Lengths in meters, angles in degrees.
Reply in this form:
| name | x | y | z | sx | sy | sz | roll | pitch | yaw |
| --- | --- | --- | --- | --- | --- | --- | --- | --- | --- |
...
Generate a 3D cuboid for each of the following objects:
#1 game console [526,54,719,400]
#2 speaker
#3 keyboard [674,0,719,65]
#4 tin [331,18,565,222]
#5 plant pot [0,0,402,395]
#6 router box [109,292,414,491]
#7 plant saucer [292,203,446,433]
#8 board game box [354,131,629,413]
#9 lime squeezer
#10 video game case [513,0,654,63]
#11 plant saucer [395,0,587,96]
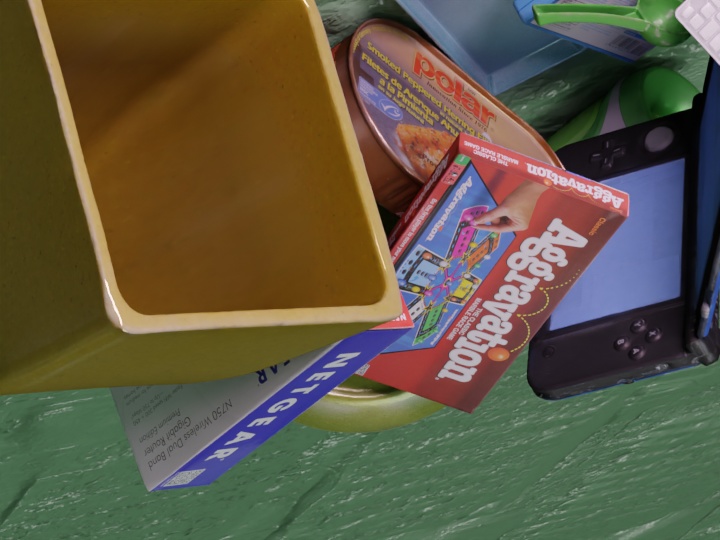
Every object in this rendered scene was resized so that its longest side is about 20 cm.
| name | x | y | z | sx | sy | sz | roll | pitch | yaw |
| --- | --- | --- | --- | --- | --- | --- | --- | --- | --- |
| game console | 0.160 | -0.048 | 1.673 | 0.170 | 0.201 | 0.118 | -15 | 133 | 24 |
| speaker | 0.140 | -0.049 | 1.867 | 0.088 | 0.089 | 0.200 | -1 | 151 | -46 |
| keyboard | 0.262 | -0.192 | 1.589 | 0.200 | 0.056 | 0.011 | -44 | -171 | 4 |
| tin | 0.052 | -0.062 | 1.633 | 0.042 | 0.112 | 0.200 | -29 | 127 | 35 |
| plant pot | -0.132 | -0.026 | 1.500 | 0.194 | 0.196 | 0.200 | -2 | 159 | -44 |
| router box | -0.077 | 0.000 | 1.627 | 0.049 | 0.180 | 0.200 | -2 | 152 | -45 |
| plant saucer | 0.000 | 0.000 | 1.694 | 0.199 | 0.201 | 0.031 | -21 | -170 | -2 |
| board game box | 0.059 | 0.006 | 1.610 | 0.103 | 0.020 | 0.200 | 18 | 138 | -15 |
| lime squeezer | 0.190 | -0.167 | 1.624 | 0.199 | 0.038 | 0.071 | -24 | 128 | -5 |
| video game case | 0.197 | -0.191 | 1.633 | 0.200 | 0.018 | 0.143 | -36 | 157 | 23 |
| plant saucer | 0.074 | -0.148 | 1.642 | 0.070 | 0.019 | 0.200 | -26 | 159 | 11 |
